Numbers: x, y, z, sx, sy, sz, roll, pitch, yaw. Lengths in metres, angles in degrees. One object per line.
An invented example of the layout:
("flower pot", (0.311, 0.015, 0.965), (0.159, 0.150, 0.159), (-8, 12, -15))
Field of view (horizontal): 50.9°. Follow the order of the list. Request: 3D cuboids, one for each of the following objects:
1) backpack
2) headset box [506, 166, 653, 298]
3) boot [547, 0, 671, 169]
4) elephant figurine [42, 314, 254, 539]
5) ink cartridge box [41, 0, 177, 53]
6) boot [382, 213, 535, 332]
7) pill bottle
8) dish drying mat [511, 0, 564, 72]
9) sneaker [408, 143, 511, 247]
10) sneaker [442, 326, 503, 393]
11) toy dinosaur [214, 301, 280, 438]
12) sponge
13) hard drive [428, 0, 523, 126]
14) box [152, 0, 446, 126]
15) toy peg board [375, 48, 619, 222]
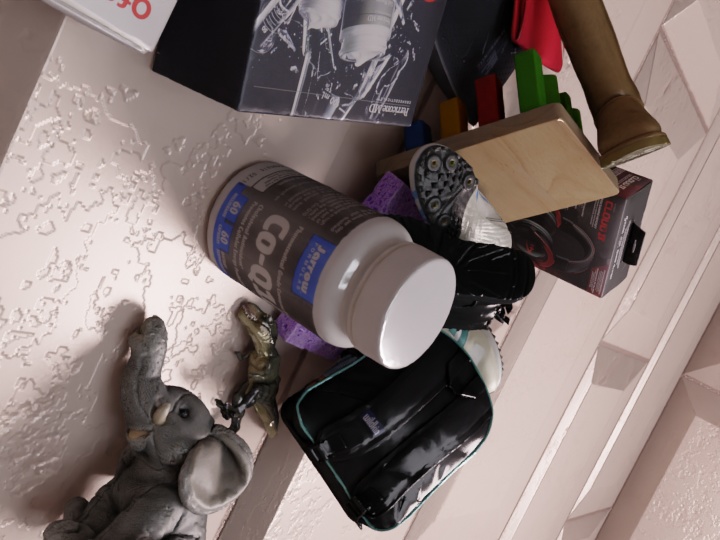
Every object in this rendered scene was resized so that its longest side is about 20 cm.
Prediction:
("backpack", (0.034, 0.157, 0.821), (0.200, 0.176, 0.153), (-36, 180, -14))
("headset box", (0.276, -0.069, 0.985), (0.075, 0.200, 0.149), (-30, 136, -37))
("boot", (0.238, -0.206, 0.760), (0.175, 0.066, 0.201), (-30, 99, -74))
("elephant figurine", (-0.165, 0.169, 0.657), (0.155, 0.141, 0.201), (111, 4, -68))
("ink cartridge box", (-0.145, -0.244, 0.409), (0.144, 0.084, 0.201), (22, 95, -56))
("boot", (0.071, 0.010, 0.776), (0.163, 0.197, 0.074), (119, -19, -75))
("pill bottle", (-0.026, -0.006, 0.633), (0.114, 0.200, 0.114), (-31, 136, -36))
("dish drying mat", (0.204, -0.276, 0.850), (0.200, 0.018, 0.077), (-10, 106, -65))
("sneaker", (0.094, -0.065, 0.778), (0.072, 0.072, 0.200), (-49, 141, -2))
("sneaker", (0.093, 0.062, 0.895), (0.093, 0.070, 0.201), (-22, 92, -21))
("toy dinosaur", (-0.111, 0.129, 0.762), (0.088, 0.047, 0.201), (-39, 144, -39))
("sponge", (0.000, 0.000, 0.799), (0.200, 0.030, 0.111), (-52, 149, 2))
("hard drive", (0.112, -0.256, 0.775), (0.135, 0.042, 0.200), (-55, 147, -10))
("box", (-0.031, -0.214, 0.565), (0.199, 0.104, 0.183), (-9, 122, -49))
("toy peg board", (0.149, -0.135, 0.820), (0.200, 0.198, 0.098), (26, 57, -52))
